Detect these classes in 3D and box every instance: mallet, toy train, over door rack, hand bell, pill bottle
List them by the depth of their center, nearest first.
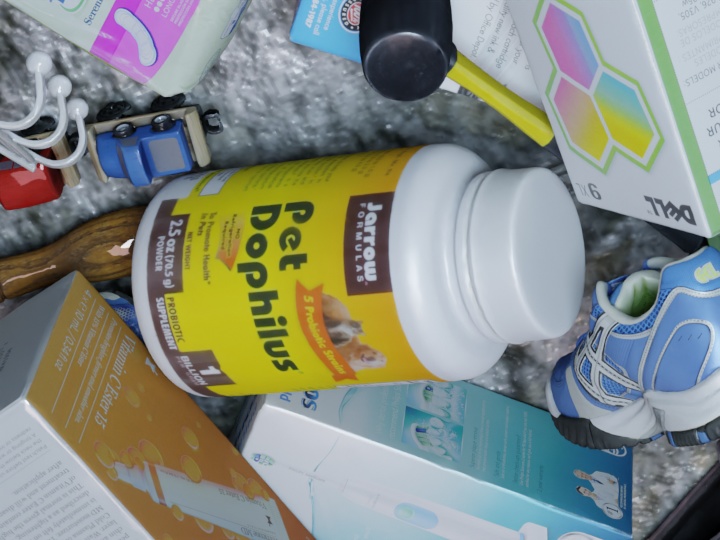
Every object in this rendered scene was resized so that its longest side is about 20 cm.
[{"bbox_3d":[0.078,-0.072,1.221,0.199,0.066,0.041,29,124,-30],"label":"mallet"},{"bbox_3d":[-0.221,-0.109,1.230,0.199,0.148,0.067,20,85,4],"label":"over door rack"},{"bbox_3d":[0.000,0.000,1.273,0.199,0.109,0.110,-6,123,30],"label":"pill bottle"},{"bbox_3d":[-0.164,-0.051,1.322,0.199,0.046,0.034,-10,120,11],"label":"toy train"},{"bbox_3d":[-0.175,0.003,1.349,0.199,0.104,0.105,-17,120,-1],"label":"hand bell"}]

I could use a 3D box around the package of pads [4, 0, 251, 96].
[{"bbox_3d":[-0.124,-0.187,1.208,0.199,0.068,0.155,32,119,-1],"label":"package of pads"}]

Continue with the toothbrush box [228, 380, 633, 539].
[{"bbox_3d":[0.022,0.132,1.395,0.199,0.085,0.147,19,121,-7],"label":"toothbrush box"}]

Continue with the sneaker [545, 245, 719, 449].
[{"bbox_3d":[0.133,0.033,1.215,0.075,0.200,0.077,-23,91,-21],"label":"sneaker"}]

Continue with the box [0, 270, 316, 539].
[{"bbox_3d":[-0.116,0.123,1.284,0.097,0.125,0.200,-33,110,21],"label":"box"}]

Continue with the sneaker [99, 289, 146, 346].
[{"bbox_3d":[-0.155,0.095,1.385,0.078,0.089,0.200,32,119,-16],"label":"sneaker"}]

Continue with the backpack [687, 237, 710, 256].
[{"bbox_3d":[0.242,-0.009,1.240,0.152,0.176,0.200,0,141,-32],"label":"backpack"}]

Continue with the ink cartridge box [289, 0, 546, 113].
[{"bbox_3d":[0.080,-0.137,1.236,0.199,0.068,0.116,17,122,-5],"label":"ink cartridge box"}]

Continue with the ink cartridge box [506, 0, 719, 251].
[{"bbox_3d":[0.126,-0.074,1.151,0.059,0.104,0.201,-29,112,-20],"label":"ink cartridge box"}]

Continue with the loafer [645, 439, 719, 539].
[{"bbox_3d":[0.195,0.114,1.382,0.063,0.072,0.201,25,123,-6],"label":"loafer"}]
